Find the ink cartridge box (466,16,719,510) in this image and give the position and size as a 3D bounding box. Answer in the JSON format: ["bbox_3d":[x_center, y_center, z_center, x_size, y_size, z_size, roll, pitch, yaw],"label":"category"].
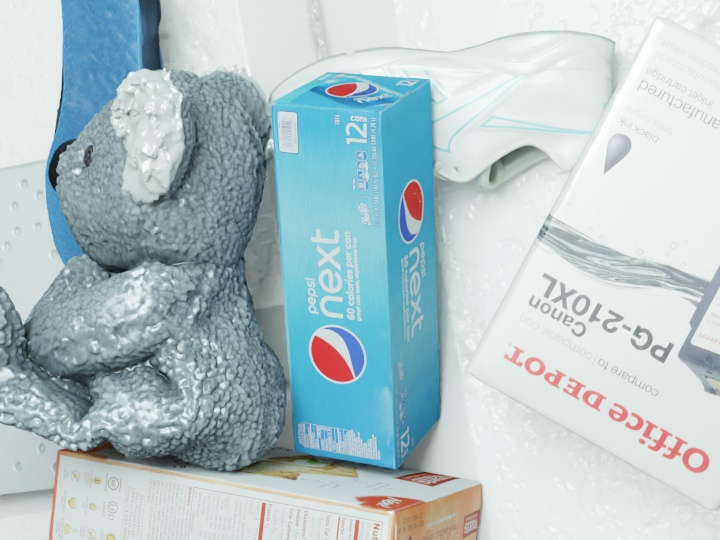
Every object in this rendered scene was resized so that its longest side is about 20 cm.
[{"bbox_3d":[0.163,-0.004,0.823,0.144,0.084,0.200,29,100,7],"label":"ink cartridge box"}]

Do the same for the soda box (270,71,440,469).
[{"bbox_3d":[0.000,0.000,0.881,0.064,0.068,0.201,8,114,23],"label":"soda box"}]

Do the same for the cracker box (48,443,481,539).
[{"bbox_3d":[-0.049,0.132,0.899,0.199,0.134,0.058,8,92,23],"label":"cracker box"}]

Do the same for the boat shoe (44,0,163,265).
[{"bbox_3d":[-0.137,-0.093,0.975,0.084,0.069,0.201,14,107,11],"label":"boat shoe"}]

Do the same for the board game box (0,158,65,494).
[{"bbox_3d":[-0.255,0.043,1.048,0.199,0.026,0.201,-9,86,23],"label":"board game box"}]

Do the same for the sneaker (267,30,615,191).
[{"bbox_3d":[0.041,-0.083,0.900,0.200,0.070,0.081,-2,91,23],"label":"sneaker"}]

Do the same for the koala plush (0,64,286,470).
[{"bbox_3d":[-0.106,-0.013,0.868,0.183,0.177,0.201,18,98,15],"label":"koala plush"}]
